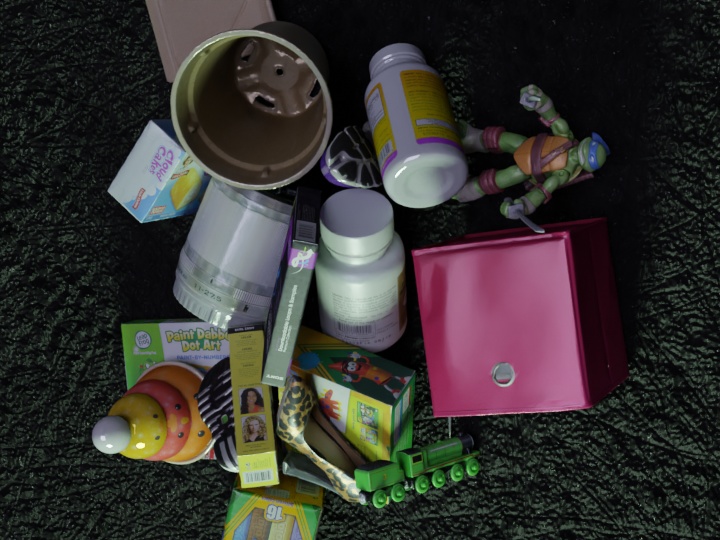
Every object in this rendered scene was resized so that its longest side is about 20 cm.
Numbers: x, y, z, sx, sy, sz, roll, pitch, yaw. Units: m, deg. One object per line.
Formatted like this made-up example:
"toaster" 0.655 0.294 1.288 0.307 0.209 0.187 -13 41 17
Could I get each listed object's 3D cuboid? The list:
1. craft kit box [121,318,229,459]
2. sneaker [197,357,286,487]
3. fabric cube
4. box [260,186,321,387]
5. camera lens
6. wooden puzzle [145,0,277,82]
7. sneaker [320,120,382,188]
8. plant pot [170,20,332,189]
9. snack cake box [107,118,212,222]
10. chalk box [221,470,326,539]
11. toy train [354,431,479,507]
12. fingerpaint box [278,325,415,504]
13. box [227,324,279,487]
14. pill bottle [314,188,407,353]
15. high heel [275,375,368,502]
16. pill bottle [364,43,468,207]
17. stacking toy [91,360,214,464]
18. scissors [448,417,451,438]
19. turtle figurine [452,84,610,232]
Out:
"craft kit box" -0.237 0.167 1.810 0.199 0.048 0.198 -3 93 24
"sneaker" -0.152 0.213 1.703 0.076 0.200 0.116 -34 128 14
"fabric cube" 0.194 0.053 1.521 0.195 0.200 0.200 -6 95 25
"box" -0.084 0.019 1.535 0.036 0.143 0.201 10 118 -6
"camera lens" -0.144 -0.037 1.677 0.160 0.160 0.201 30 108 17
"wooden puzzle" -0.206 -0.370 1.732 0.199 0.037 0.186 -14 91 29
"sneaker" -0.013 -0.129 1.586 0.083 0.200 0.081 -30 93 17
"plant pot" -0.118 -0.229 1.610 0.199 0.184 0.201 4 116 8
"snack cake box" -0.230 -0.136 1.679 0.067 0.200 0.115 42 111 12
"chalk box" -0.128 0.374 1.726 0.123 0.124 0.201 14 102 -2
"toy train" 0.074 0.249 1.609 0.042 0.199 0.057 -2 98 51
"fingerpaint box" -0.019 0.187 1.652 0.166 0.073 0.201 20 137 20
"box" -0.134 0.167 1.595 0.050 0.201 0.075 -7 139 -4
"pill bottle" 0.000 0.000 1.597 0.114 0.114 0.200 18 139 20
"high heel" -0.029 0.207 1.576 0.142 0.072 0.200 16 138 15
"pill bottle" 0.063 -0.182 1.562 0.104 0.104 0.201 -29 51 24
"stacking toy" -0.290 0.209 1.706 0.146 0.200 0.147 3 99 23
"scissors" 0.116 0.124 1.643 0.073 0.014 0.201 3 100 64
"turtle figurine" 0.177 -0.140 1.514 0.193 0.200 0.144 -2 111 43
